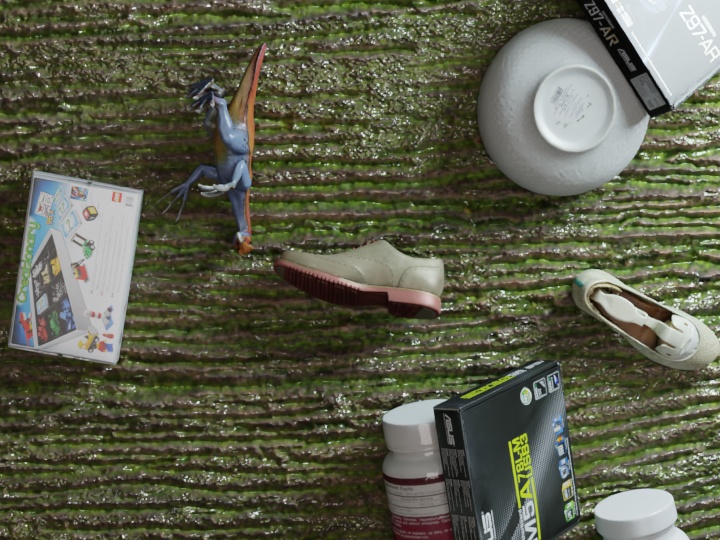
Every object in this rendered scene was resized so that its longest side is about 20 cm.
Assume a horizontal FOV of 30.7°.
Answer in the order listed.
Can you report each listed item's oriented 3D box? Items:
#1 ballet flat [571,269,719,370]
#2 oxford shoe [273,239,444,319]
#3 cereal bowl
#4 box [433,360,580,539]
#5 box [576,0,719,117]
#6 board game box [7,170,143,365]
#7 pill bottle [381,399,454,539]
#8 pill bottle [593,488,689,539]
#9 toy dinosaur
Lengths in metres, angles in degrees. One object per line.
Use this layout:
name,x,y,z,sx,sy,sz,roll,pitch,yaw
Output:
ballet flat,0.331,0.065,1.517,0.198,0.062,0.068,26,97,-6
oxford shoe,0.000,0.000,1.504,0.197,0.071,0.076,14,71,-3
cereal bowl,0.232,-0.181,1.469,0.196,0.083,0.204,0,99,-3
box,0.169,0.222,1.483,0.047,0.192,0.203,-2,100,41
box,0.328,-0.296,1.443,0.160,0.043,0.201,-38,99,-23
board game box,-0.324,-0.003,1.495,0.124,0.035,0.203,10,98,-4
pill bottle,0.086,0.259,1.509,0.112,0.114,0.203,-9,98,-1
pill bottle,0.338,0.367,1.534,0.114,0.116,0.203,-14,98,0
toy dinosaur,-0.135,-0.118,1.465,0.199,0.105,0.183,-34,119,-10
